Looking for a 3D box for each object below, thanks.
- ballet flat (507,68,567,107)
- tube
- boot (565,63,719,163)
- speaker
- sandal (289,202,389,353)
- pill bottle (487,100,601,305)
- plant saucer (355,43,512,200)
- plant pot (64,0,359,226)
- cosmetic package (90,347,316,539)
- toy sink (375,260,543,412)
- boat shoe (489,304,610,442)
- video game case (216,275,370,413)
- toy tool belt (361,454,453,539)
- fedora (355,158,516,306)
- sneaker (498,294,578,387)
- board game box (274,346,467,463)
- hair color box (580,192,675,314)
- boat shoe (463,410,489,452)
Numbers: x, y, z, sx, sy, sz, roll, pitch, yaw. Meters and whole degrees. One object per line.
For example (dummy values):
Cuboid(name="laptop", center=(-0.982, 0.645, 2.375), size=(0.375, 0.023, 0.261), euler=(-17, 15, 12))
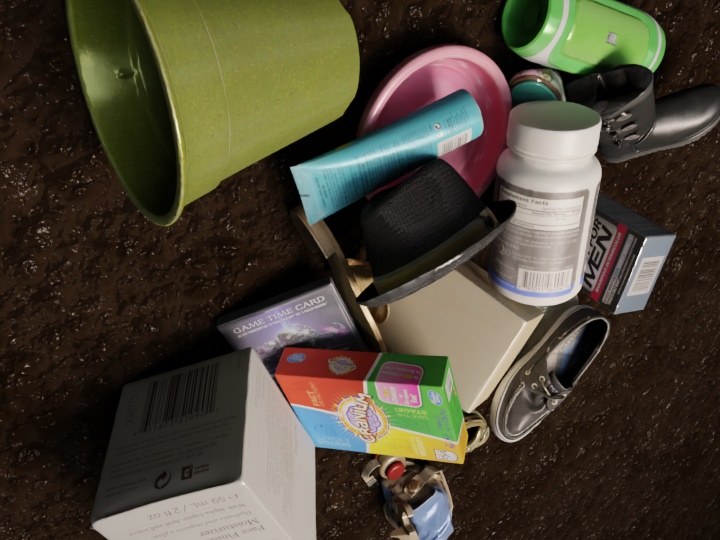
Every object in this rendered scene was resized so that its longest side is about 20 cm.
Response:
Cuboid(name="ballet flat", center=(0.228, -0.193, 0.780), size=(0.199, 0.068, 0.072), euler=(38, 65, -49))
Cuboid(name="tube", center=(0.028, -0.115, 0.649), size=(0.197, 0.051, 0.078), euler=(-28, 135, -9))
Cuboid(name="boot", center=(0.341, -0.199, 0.767), size=(0.163, 0.067, 0.199), euler=(-26, 158, 26))
Cuboid(name="speaker", center=(0.253, -0.266, 0.732), size=(0.197, 0.089, 0.090), euler=(1, 118, -32))
Cuboid(name="sandal", center=(0.002, 0.001, 0.738), size=(0.069, 0.077, 0.214), euler=(-37, 116, -14))
Cuboid(name="pill bottle", center=(0.203, -0.074, 0.723), size=(0.112, 0.114, 0.204), euler=(-16, 124, -22))
Cuboid(name="plant saucer", center=(0.077, -0.148, 0.720), size=(0.197, 0.051, 0.204), euler=(-16, 125, -23))
Cuboid(name="plant pot", center=(-0.106, -0.162, 0.525), size=(0.188, 0.199, 0.204), euler=(-23, 130, -31))
Cuboid(name="cosmetic package", center=(-0.154, 0.226, 0.710), size=(0.162, 0.167, 0.202), euler=(-17, 130, 9))
Cuboid(name="toy sink", center=(0.104, 0.052, 0.808), size=(0.132, 0.199, 0.112), euler=(-60, 158, 16))
Cuboid(name="boat shoe", center=(0.236, 0.130, 0.797), size=(0.070, 0.066, 0.200), euler=(42, 87, -7))
Cuboid(name="video game case", center=(-0.064, 0.103, 0.783), size=(0.140, 0.019, 0.202), euler=(-20, 130, 7))
Cuboid(name="toy tool belt", center=(0.090, 0.365, 1.006), size=(0.124, 0.123, 0.202), euler=(-33, 130, -9))
Cuboid(name="fedora", center=(0.058, -0.049, 0.654), size=(0.199, 0.200, 0.093), euler=(-33, 96, -10))
Cuboid(name="sneaker", center=(0.226, 0.103, 0.871), size=(0.074, 0.084, 0.204), euler=(20, 91, -7))
Cuboid(name="board game box", center=(0.016, 0.157, 0.755), size=(0.196, 0.041, 0.155), euler=(0, 135, 22))
Cuboid(name="hair color box", center=(0.276, -0.044, 0.809), size=(0.060, 0.200, 0.101), euler=(-4, 122, -30))
Cuboid(name="boat shoe", center=(0.155, 0.251, 1.000), size=(0.073, 0.063, 0.200), euler=(-45, 143, 4))
